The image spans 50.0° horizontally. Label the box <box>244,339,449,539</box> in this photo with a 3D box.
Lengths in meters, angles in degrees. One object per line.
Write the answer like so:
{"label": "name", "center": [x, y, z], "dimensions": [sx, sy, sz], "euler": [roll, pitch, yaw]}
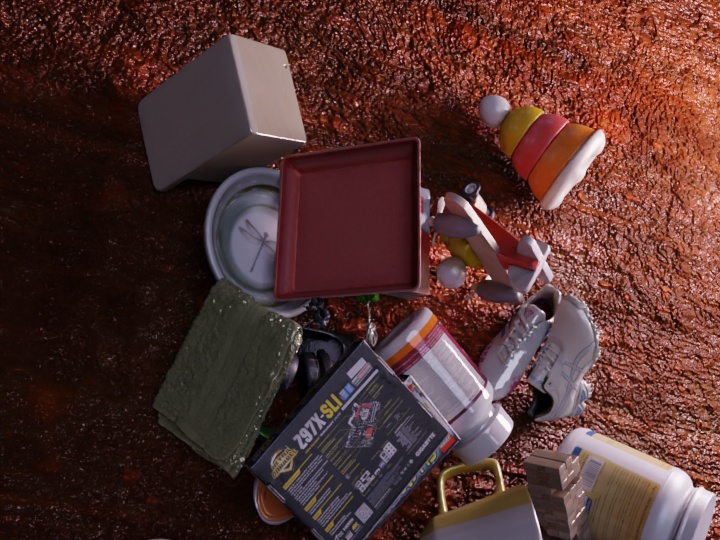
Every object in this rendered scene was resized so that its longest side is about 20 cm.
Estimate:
{"label": "box", "center": [-0.013, 0.211, 0.916], "dimensions": [0.160, 0.049, 0.200], "euler": [45, 74, -7]}

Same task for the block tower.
{"label": "block tower", "center": [0.263, 0.333, 1.010], "dimensions": [0.054, 0.057, 0.205], "euler": [-26, 111, -43]}

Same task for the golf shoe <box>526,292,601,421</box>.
{"label": "golf shoe", "center": [0.285, 0.135, 1.109], "dimensions": [0.095, 0.078, 0.204], "euler": [-16, 118, -25]}

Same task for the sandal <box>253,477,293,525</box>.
{"label": "sandal", "center": [-0.047, 0.248, 0.999], "dimensions": [0.204, 0.059, 0.080], "euler": [-28, 87, -25]}

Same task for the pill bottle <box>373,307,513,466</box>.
{"label": "pill bottle", "center": [0.113, 0.160, 1.059], "dimensions": [0.109, 0.109, 0.201], "euler": [-42, 93, -26]}

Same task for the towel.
{"label": "towel", "center": [-0.161, 0.126, 0.927], "dimensions": [0.147, 0.036, 0.203], "euler": [28, 96, 23]}

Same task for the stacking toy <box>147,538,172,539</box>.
{"label": "stacking toy", "center": [-0.210, 0.369, 0.822], "dimensions": [0.143, 0.200, 0.150], "euler": [6, 73, -21]}

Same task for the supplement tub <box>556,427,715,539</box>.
{"label": "supplement tub", "center": [0.362, 0.319, 1.053], "dimensions": [0.144, 0.197, 0.148], "euler": [-28, 127, -43]}

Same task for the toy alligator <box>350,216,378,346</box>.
{"label": "toy alligator", "center": [0.000, 0.000, 1.028], "dimensions": [0.053, 0.059, 0.205], "euler": [-2, 73, 23]}

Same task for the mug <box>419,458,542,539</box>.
{"label": "mug", "center": [0.157, 0.364, 1.017], "dimensions": [0.149, 0.187, 0.153], "euler": [-12, 107, 4]}

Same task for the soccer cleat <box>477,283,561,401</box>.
{"label": "soccer cleat", "center": [0.231, 0.098, 1.131], "dimensions": [0.069, 0.087, 0.200], "euler": [31, 60, 18]}

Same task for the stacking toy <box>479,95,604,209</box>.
{"label": "stacking toy", "center": [0.271, -0.210, 1.224], "dimensions": [0.199, 0.147, 0.146], "euler": [42, 64, 12]}

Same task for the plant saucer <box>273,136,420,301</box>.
{"label": "plant saucer", "center": [-0.013, -0.060, 0.996], "dimensions": [0.195, 0.037, 0.205], "euler": [-5, 72, 19]}

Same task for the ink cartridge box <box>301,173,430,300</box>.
{"label": "ink cartridge box", "center": [0.013, -0.057, 1.087], "dimensions": [0.197, 0.050, 0.166], "euler": [14, 70, -36]}

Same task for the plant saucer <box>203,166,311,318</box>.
{"label": "plant saucer", "center": [-0.128, -0.033, 1.029], "dimensions": [0.197, 0.050, 0.205], "euler": [12, 71, -37]}

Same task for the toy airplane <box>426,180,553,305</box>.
{"label": "toy airplane", "center": [0.172, -0.021, 1.091], "dimensions": [0.141, 0.199, 0.201], "euler": [-41, 90, -2]}

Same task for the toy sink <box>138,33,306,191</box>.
{"label": "toy sink", "center": [-0.182, -0.195, 1.019], "dimensions": [0.111, 0.198, 0.133], "euler": [-1, 73, -52]}

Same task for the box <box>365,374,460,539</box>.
{"label": "box", "center": [0.022, 0.240, 0.968], "dimensions": [0.200, 0.035, 0.111], "euler": [-43, 99, -16]}

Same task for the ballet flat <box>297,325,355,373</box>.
{"label": "ballet flat", "center": [-0.076, 0.104, 1.026], "dimensions": [0.196, 0.057, 0.068], "euler": [14, 72, -18]}

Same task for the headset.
{"label": "headset", "center": [-0.079, 0.131, 0.965], "dimensions": [0.121, 0.094, 0.204], "euler": [13, 103, -21]}
